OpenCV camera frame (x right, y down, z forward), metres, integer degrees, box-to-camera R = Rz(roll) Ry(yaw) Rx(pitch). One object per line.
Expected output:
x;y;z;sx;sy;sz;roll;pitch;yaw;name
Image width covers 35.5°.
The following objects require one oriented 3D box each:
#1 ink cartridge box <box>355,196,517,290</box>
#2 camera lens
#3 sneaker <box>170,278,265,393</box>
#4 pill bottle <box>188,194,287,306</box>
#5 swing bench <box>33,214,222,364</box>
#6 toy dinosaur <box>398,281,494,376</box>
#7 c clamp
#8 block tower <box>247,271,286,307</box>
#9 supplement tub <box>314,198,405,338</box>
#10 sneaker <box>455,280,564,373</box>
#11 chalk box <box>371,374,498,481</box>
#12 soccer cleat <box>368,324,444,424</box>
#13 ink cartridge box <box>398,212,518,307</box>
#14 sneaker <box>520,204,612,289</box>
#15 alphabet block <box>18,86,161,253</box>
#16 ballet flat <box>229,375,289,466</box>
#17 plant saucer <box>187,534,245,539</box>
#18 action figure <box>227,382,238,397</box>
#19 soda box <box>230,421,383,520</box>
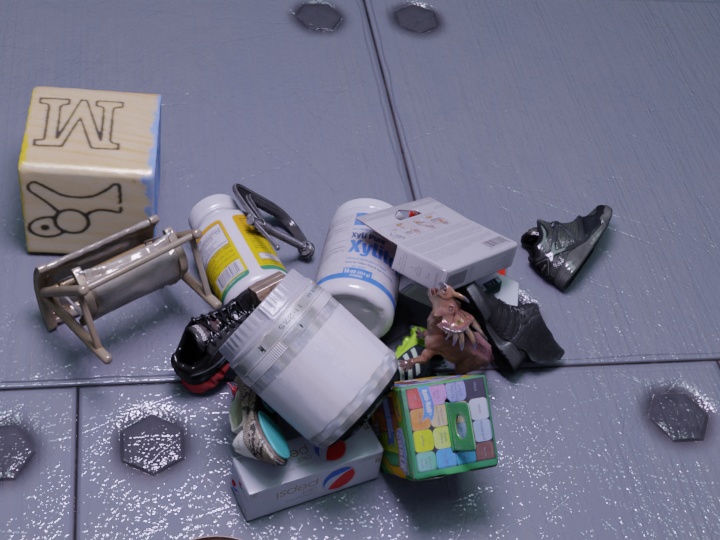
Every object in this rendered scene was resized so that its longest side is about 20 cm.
0.112;-0.041;1.693;0.176;0.045;0.200;30;30;30;ink cartridge box
-0.063;0.117;1.461;0.200;0.160;0.160;42;51;-2;camera lens
-0.193;0.085;1.597;0.200;0.098;0.071;-46;59;-1;sneaker
-0.192;-0.022;1.739;0.112;0.113;0.200;-17;53;-23;pill bottle
-0.344;0.015;1.622;0.199;0.130;0.200;-29;31;-31;swing bench
0.146;0.105;1.616;0.200;0.135;0.086;30;49;-38;toy dinosaur
-0.133;-0.067;1.771;0.027;0.200;0.171;-46;64;11;c clamp
-0.096;0.106;1.589;0.058;0.201;0.054;-27;22;-17;block tower
0.000;0.000;1.741;0.131;0.132;0.200;11;48;0;supplement tub
0.226;0.075;1.706;0.104;0.060;0.200;-39;105;-24;sneaker
0.101;0.208;1.505;0.124;0.200;0.125;-7;86;-16;chalk box
0.064;0.163;1.654;0.081;0.068;0.200;37;52;2;soccer cleat
0.160;-0.006;1.770;0.200;0.044;0.174;24;53;-22;ink cartridge box
0.347;-0.065;1.899;0.114;0.076;0.199;35;57;12;sneaker
-0.418;-0.153;1.764;0.199;0.196;0.197;3;46;-9;alphabet block
-0.140;0.202;1.498;0.075;0.068;0.200;-35;34;13;ballet flat
-0.180;0.425;1.391;0.199;0.035;0.201;6;47;-6;plant saucer
-0.150;0.169;1.608;0.052;0.065;0.200;36;34;-38;action figure
-0.072;0.268;1.527;0.199;0.068;0.064;-15;51;-22;soda box
